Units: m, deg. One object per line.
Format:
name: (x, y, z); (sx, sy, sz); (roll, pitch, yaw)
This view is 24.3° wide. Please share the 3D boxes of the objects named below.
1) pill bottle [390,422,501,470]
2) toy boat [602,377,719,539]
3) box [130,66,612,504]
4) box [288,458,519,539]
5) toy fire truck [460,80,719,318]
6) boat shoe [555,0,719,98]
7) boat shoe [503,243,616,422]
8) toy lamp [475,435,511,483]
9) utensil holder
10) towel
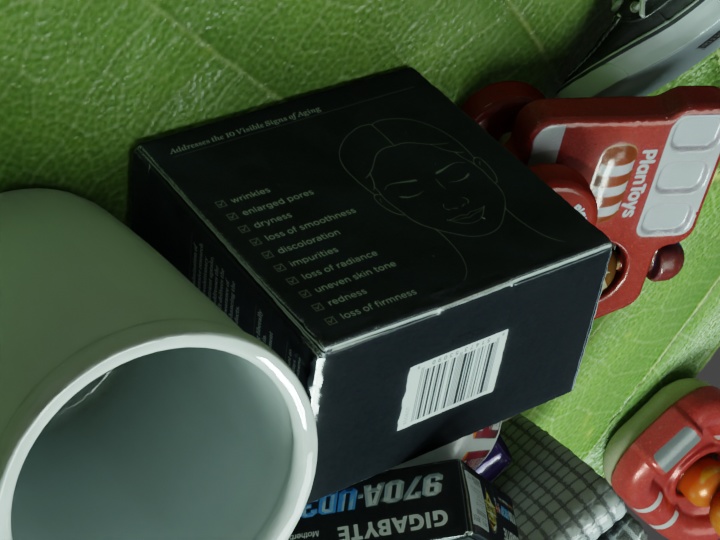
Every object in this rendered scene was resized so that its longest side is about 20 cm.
pill bottle: (0.035, 0.092, 1.119); (0.113, 0.113, 0.200); (-46, 168, 4)
toy boat: (0.313, 0.193, 1.501); (0.131, 0.131, 0.200); (-44, 144, 2)
box: (0.000, 0.000, 0.963); (0.200, 0.197, 0.124); (-19, 138, -29)
box: (-0.015, 0.162, 1.003); (0.199, 0.046, 0.159); (-11, 162, 12)
toy fire truck: (0.146, -0.032, 1.098); (0.167, 0.112, 0.200); (-2, 132, -14)
boat shoe: (0.200, -0.171, 1.088); (0.199, 0.068, 0.074); (-37, 163, 34)
boat shoe: (0.125, 0.024, 1.216); (0.065, 0.072, 0.200); (18, 116, -37)
toy lamp: (0.020, 0.178, 1.246); (0.200, 0.058, 0.058); (-31, 145, 9)
utensil holder: (-0.144, 0.066, 0.866); (0.170, 0.200, 0.170); (-16, 121, -28)
towel: (0.104, 0.205, 1.261); (0.166, 0.200, 0.086); (-39, 112, -8)
